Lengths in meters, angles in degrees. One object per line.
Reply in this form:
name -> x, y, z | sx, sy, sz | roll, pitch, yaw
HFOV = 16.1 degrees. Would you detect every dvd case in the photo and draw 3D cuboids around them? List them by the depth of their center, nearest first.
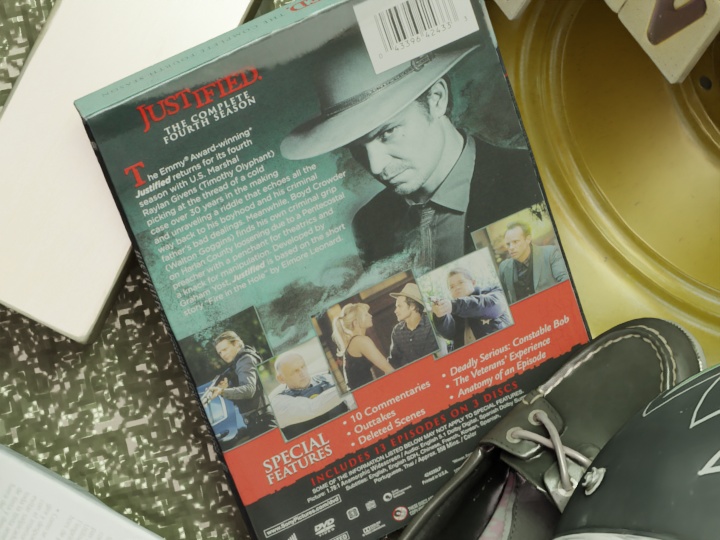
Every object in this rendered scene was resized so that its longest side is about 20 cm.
dvd case -> 0.000, 0.000, 0.899 | 0.145, 0.022, 0.201 | -25, 119, -9

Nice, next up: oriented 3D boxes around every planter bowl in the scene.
planter bowl -> 0.134, -0.051, 0.903 | 0.201, 0.200, 0.083 | 49, 51, -1

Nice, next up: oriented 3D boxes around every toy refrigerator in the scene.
toy refrigerator -> -0.084, -0.078, 0.917 | 0.070, 0.076, 0.201 | 26, 88, -3

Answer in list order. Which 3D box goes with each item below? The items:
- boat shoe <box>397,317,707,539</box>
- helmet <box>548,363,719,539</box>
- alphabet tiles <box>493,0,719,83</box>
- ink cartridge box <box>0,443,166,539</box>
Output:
boat shoe -> 0.051, 0.100, 0.904 | 0.067, 0.057, 0.200 | 42, 102, 32
helmet -> 0.161, 0.119, 0.822 | 0.199, 0.200, 0.192 | -6, 83, -4
alphabet tiles -> 0.073, -0.166, 0.831 | 0.200, 0.008, 0.167 | 56, 130, 28
ink cartridge box -> -0.120, 0.160, 0.910 | 0.199, 0.057, 0.163 | 28, 86, 3
